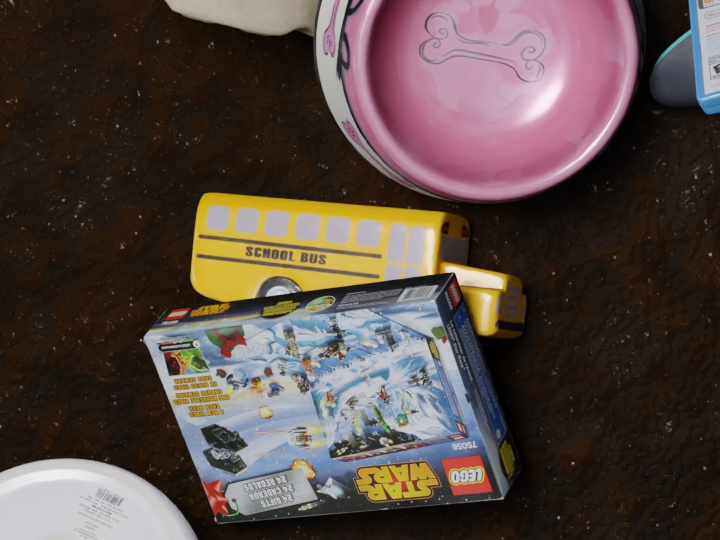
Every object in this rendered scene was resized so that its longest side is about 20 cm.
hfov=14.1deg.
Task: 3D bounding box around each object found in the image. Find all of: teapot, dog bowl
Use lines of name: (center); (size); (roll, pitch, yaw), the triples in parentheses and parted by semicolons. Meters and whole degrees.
teapot: (-0.182, 0.221, 1.792); (0.197, 0.146, 0.200); (-16, 59, -6)
dog bowl: (0.075, -0.129, 1.697); (0.200, 0.074, 0.200); (-1, 105, -5)

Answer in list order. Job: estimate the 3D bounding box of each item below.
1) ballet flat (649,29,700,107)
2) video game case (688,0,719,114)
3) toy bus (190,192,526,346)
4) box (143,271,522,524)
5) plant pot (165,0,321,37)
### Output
ballet flat: (0.260, -0.135, 1.673); (0.200, 0.073, 0.073); (-29, 78, 15)
video game case: (0.255, -0.188, 1.657); (0.143, 0.018, 0.200); (-15, 52, 20)
toy bus: (0.000, 0.000, 1.771); (0.200, 0.065, 0.078); (5, 88, 21)
box: (-0.017, 0.079, 1.741); (0.200, 0.040, 0.137); (-7, 115, 27)
plant pot: (-0.059, -0.244, 1.750); (0.200, 0.200, 0.184); (19, 105, 20)
